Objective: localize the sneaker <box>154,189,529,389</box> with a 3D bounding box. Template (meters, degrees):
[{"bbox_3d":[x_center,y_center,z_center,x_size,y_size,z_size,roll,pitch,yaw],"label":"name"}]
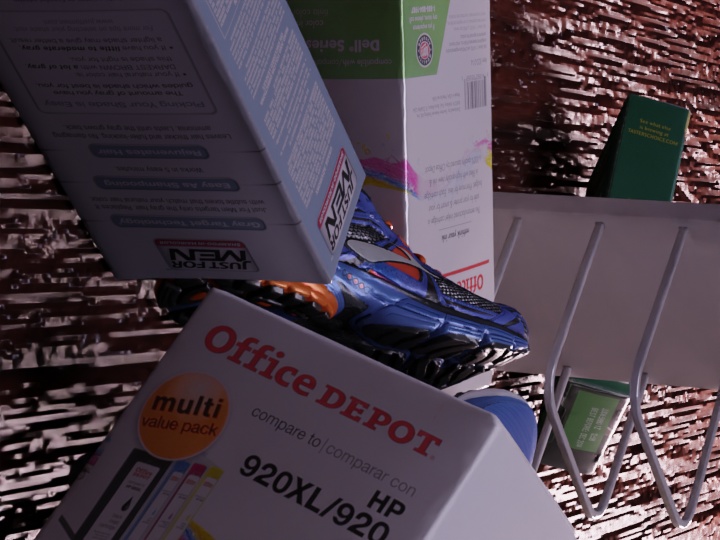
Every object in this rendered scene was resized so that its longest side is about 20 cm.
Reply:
[{"bbox_3d":[0.000,0.000,1.200,0.200,0.075,0.078,22,59,-38],"label":"sneaker"}]

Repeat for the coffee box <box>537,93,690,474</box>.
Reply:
[{"bbox_3d":[0.150,0.007,1.616,0.123,0.044,0.200,105,-1,-62],"label":"coffee box"}]

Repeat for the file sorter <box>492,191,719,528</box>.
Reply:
[{"bbox_3d":[0.127,0.053,1.421,0.139,0.200,0.125,68,35,-45],"label":"file sorter"}]

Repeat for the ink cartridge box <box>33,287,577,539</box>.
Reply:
[{"bbox_3d":[-0.033,0.140,1.027,0.200,0.147,0.145,-55,146,-16],"label":"ink cartridge box"}]

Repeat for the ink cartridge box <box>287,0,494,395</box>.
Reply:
[{"bbox_3d":[0.015,-0.035,1.312,0.117,0.067,0.200,-15,105,-65],"label":"ink cartridge box"}]

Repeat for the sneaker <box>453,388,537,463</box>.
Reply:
[{"bbox_3d":[0.047,0.112,1.220,0.200,0.077,0.076,-49,121,-56],"label":"sneaker"}]

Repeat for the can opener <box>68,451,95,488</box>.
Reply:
[{"bbox_3d":[-0.068,0.069,1.167,0.067,0.053,0.200,62,19,12],"label":"can opener"}]

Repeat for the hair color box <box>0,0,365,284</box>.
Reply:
[{"bbox_3d":[-0.078,-0.077,1.043,0.200,0.099,0.061,65,34,-48],"label":"hair color box"}]
